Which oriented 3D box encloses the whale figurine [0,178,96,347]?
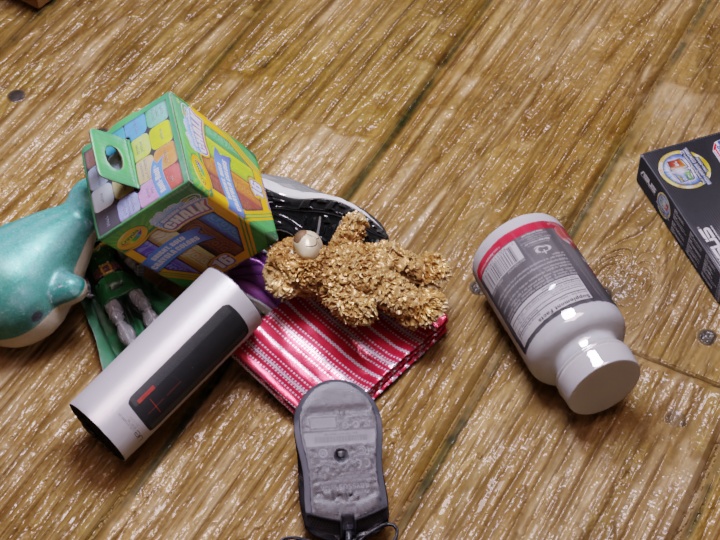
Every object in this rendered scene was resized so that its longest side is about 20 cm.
[{"bbox_3d":[-0.339,-0.019,1.648,0.200,0.104,0.159,-48,49,-7],"label":"whale figurine"}]

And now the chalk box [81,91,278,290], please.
[{"bbox_3d":[-0.198,-0.087,1.621,0.123,0.200,0.126,-29,56,19],"label":"chalk box"}]

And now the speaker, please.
[{"bbox_3d":[-0.193,0.093,1.574,0.081,0.081,0.200,36,70,27],"label":"speaker"}]

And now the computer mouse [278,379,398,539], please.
[{"bbox_3d":[-0.024,0.205,1.527,0.137,0.053,0.202,1,64,-3],"label":"computer mouse"}]

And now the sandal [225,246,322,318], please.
[{"bbox_3d":[-0.123,-0.006,1.707,0.201,0.050,0.083,25,53,18],"label":"sandal"}]

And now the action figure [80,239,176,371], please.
[{"bbox_3d":[-0.259,0.022,1.685,0.117,0.055,0.200,-25,50,-17],"label":"action figure"}]

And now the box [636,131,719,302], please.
[{"bbox_3d":[0.424,-0.069,1.769,0.159,0.044,0.201,-15,51,-13],"label":"box"}]

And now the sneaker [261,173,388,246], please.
[{"bbox_3d":[-0.060,-0.066,1.748,0.199,0.074,0.079,20,24,7],"label":"sneaker"}]

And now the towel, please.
[{"bbox_3d":[-0.019,0.068,1.645,0.144,0.023,0.200,40,60,15],"label":"towel"}]

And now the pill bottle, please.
[{"bbox_3d":[0.203,0.046,1.624,0.110,0.111,0.201,-17,52,-15],"label":"pill bottle"}]

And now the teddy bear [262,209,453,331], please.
[{"bbox_3d":[0.000,0.000,1.638,0.199,0.067,0.146,25,56,8],"label":"teddy bear"}]

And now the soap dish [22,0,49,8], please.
[{"bbox_3d":[-0.439,-0.429,2.050,0.199,0.082,0.157,27,54,22],"label":"soap dish"}]
